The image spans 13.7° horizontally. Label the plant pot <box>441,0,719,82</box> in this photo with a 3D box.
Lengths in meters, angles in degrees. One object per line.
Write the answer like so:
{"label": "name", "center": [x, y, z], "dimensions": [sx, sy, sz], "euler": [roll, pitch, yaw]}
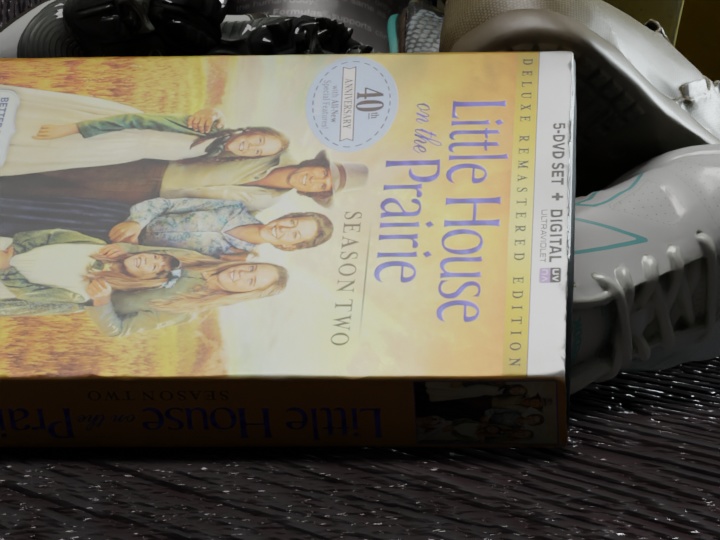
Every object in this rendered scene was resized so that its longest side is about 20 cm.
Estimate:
{"label": "plant pot", "center": [0.094, -0.146, 1.124], "dimensions": [0.141, 0.201, 0.200], "euler": [21, 13, 21]}

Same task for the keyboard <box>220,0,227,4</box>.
{"label": "keyboard", "center": [-0.079, -0.070, 1.190], "dimensions": [0.011, 0.201, 0.056], "euler": [34, -34, -20]}

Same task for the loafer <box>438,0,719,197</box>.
{"label": "loafer", "center": [0.090, -0.042, 0.979], "dimensions": [0.076, 0.068, 0.200], "euler": [-23, -39, 19]}

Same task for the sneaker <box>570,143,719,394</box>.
{"label": "sneaker", "center": [0.069, 0.010, 0.904], "dimensions": [0.199, 0.071, 0.080], "euler": [-8, 22, -12]}

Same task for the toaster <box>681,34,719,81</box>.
{"label": "toaster", "center": [0.132, -0.061, 1.267], "dimensions": [0.200, 0.114, 0.129], "euler": [-32, 24, -31]}

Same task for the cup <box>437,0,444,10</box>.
{"label": "cup", "center": [0.072, -0.086, 1.409], "dimensions": [0.199, 0.201, 0.143], "euler": [-2, 26, -15]}

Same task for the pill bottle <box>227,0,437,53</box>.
{"label": "pill bottle", "center": [-0.023, -0.101, 1.292], "dimensions": [0.113, 0.201, 0.114], "euler": [3, -40, 2]}

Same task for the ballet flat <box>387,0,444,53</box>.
{"label": "ballet flat", "center": [0.043, -0.037, 1.056], "dimensions": [0.072, 0.072, 0.201], "euler": [-1, 34, 3]}

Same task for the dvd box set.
{"label": "dvd box set", "center": [-0.038, -0.008, 0.850], "dimensions": [0.199, 0.030, 0.147], "euler": [0, 41, 6]}

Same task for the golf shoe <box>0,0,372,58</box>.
{"label": "golf shoe", "center": [-0.060, -0.058, 1.078], "dimensions": [0.094, 0.078, 0.200], "euler": [-6, -19, 37]}
